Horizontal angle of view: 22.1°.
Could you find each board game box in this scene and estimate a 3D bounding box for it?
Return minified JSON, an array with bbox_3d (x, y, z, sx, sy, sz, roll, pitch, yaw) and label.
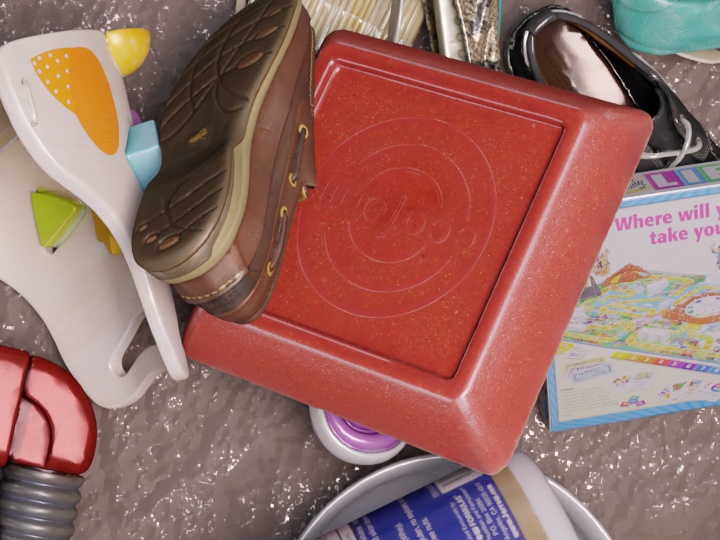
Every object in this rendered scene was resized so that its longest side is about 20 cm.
[{"bbox_3d":[0.194,0.009,1.022,0.198,0.034,0.136,-8,114,-4],"label":"board game box"}]

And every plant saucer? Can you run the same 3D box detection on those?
[{"bbox_3d":[0.020,-0.023,0.933,0.198,0.037,0.201,19,77,28],"label":"plant saucer"}]

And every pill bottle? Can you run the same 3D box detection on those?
[{"bbox_3d":[0.014,0.178,0.902,0.199,0.116,0.116,-25,86,-4],"label":"pill bottle"}]

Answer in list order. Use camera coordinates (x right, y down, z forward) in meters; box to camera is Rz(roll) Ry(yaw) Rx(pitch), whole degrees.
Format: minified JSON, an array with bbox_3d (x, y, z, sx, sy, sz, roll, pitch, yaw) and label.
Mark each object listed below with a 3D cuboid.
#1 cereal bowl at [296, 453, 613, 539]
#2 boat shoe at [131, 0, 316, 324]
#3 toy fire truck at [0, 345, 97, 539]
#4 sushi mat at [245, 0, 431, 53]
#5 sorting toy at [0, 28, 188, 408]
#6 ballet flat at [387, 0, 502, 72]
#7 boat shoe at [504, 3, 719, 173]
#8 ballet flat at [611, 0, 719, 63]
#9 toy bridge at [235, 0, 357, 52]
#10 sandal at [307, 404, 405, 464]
[{"bbox_3d":[0.048,0.197,1.001,0.198,0.083,0.202,0,85,-4],"label":"cereal bowl"},{"bbox_3d":[-0.057,-0.058,0.922,0.068,0.072,0.201,47,39,-34],"label":"boat shoe"},{"bbox_3d":[-0.167,0.136,0.985,0.198,0.129,0.178,13,83,-14],"label":"toy fire truck"},{"bbox_3d":[-0.012,-0.149,1.037,0.095,0.012,0.201,25,83,-3],"label":"sushi mat"},{"bbox_3d":[-0.146,-0.017,0.978,0.106,0.200,0.181,-21,88,-29],"label":"sorting toy"},{"bbox_3d":[0.051,-0.108,1.022,0.075,0.068,0.202,-14,102,-21],"label":"ballet flat"},{"bbox_3d":[0.160,-0.069,1.041,0.072,0.068,0.200,-44,93,-7],"label":"boat shoe"},{"bbox_3d":[0.233,-0.151,1.051,0.198,0.071,0.068,-1,51,-13],"label":"ballet flat"},{"bbox_3d":[-0.032,-0.121,1.054,0.067,0.027,0.201,-24,86,-5],"label":"toy bridge"},{"bbox_3d":[0.007,0.000,0.984,0.082,0.050,0.205,-2,77,-21],"label":"sandal"}]
